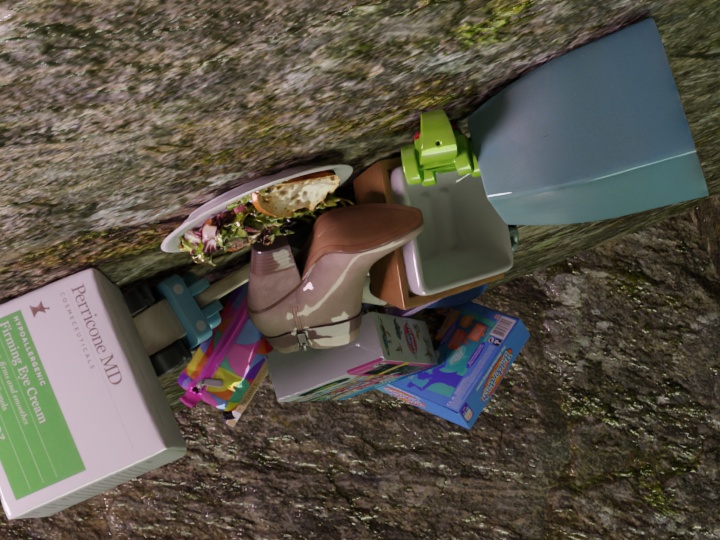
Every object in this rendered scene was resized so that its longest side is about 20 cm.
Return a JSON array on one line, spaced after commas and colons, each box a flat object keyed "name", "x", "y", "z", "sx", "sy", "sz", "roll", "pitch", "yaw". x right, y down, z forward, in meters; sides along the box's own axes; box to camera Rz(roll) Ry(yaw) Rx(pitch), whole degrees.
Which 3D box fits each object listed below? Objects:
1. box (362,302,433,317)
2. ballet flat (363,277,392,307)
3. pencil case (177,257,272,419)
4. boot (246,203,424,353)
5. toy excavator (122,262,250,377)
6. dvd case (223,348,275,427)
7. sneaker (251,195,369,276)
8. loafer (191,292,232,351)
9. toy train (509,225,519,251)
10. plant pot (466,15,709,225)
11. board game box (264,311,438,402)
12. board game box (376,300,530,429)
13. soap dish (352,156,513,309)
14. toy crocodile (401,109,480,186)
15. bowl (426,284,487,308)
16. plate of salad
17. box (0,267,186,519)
[{"name": "box", "x": 0.018, "y": 0.001, "z": 1.833, "sx": 0.039, "sy": 0.137, "sz": 0.200, "roll": -16, "pitch": 170, "yaw": -41}, {"name": "ballet flat", "x": 0.000, "y": 0.000, "z": 1.715, "sx": 0.072, "sy": 0.068, "sz": 0.200, "roll": -22, "pitch": -144, "yaw": -28}, {"name": "pencil case", "x": -0.141, "y": 0.078, "z": 1.761, "sx": 0.200, "sy": 0.088, "sz": 0.088, "roll": -60, "pitch": 167, "yaw": 7}, {"name": "boot", "x": -0.022, "y": 0.014, "z": 1.519, "sx": 0.200, "sy": 0.070, "sz": 0.146, "roll": -10, "pitch": 130, "yaw": 6}, {"name": "toy excavator", "x": -0.179, "y": 0.031, "z": 1.662, "sx": 0.200, "sy": 0.100, "sz": 0.194, "roll": -35, "pitch": -176, "yaw": -37}, {"name": "dvd case", "x": -0.120, "y": 0.085, "z": 1.850, "sx": 0.200, "sy": 0.016, "sz": 0.149, "roll": -58, "pitch": -163, "yaw": 11}, {"name": "sneaker", "x": -0.038, "y": -0.045, "z": 1.597, "sx": 0.200, "sy": 0.085, "sz": 0.074, "roll": 9, "pitch": -175, "yaw": -43}, {"name": "loafer", "x": -0.185, "y": 0.046, "z": 1.829, "sx": 0.070, "sy": 0.075, "sz": 0.200, "roll": -41, "pitch": 170, "yaw": 29}, {"name": "toy train", "x": 0.142, "y": -0.062, "z": 1.895, "sx": 0.085, "sy": 0.114, "sz": 0.200, "roll": 25, "pitch": -149, "yaw": 34}, {"name": "plant pot", "x": 0.215, "y": -0.126, "z": 1.419, "sx": 0.200, "sy": 0.141, "sz": 0.141, "roll": -18, "pitch": 160, "yaw": 14}, {"name": "board game box", "x": -0.007, "y": 0.109, "z": 1.795, "sx": 0.147, "sy": 0.064, "sz": 0.200, "roll": -21, "pitch": 169, "yaw": 19}, {"name": "board game box", "x": 0.098, "y": 0.104, "z": 1.908, "sx": 0.152, "sy": 0.200, "sz": 0.045, "roll": -55, "pitch": 139, "yaw": -17}, {"name": "soap dish", "x": 0.079, "y": -0.051, "z": 1.602, "sx": 0.081, "sy": 0.158, "sz": 0.200, "roll": -7, "pitch": -175, "yaw": 38}, {"name": "toy crocodile", "x": 0.082, "y": -0.120, "z": 1.452, "sx": 0.067, "sy": 0.062, "sz": 0.200, "roll": -10, "pitch": 179, "yaw": 12}, {"name": "bowl", "x": 0.071, "y": -0.005, "z": 1.956, "sx": 0.200, "sy": 0.039, "sz": 0.201, "roll": 2, "pitch": -159, "yaw": -1}, {"name": "plate of salad", "x": -0.095, "y": -0.051, "z": 1.413, "sx": 0.200, "sy": 0.048, "sz": 0.200, "roll": -24, "pitch": 174, "yaw": -3}, {"name": "box", "x": -0.295, "y": 0.128, "z": 1.480, "sx": 0.171, "sy": 0.199, "sz": 0.200, "roll": -23, "pitch": 174, "yaw": -5}]
